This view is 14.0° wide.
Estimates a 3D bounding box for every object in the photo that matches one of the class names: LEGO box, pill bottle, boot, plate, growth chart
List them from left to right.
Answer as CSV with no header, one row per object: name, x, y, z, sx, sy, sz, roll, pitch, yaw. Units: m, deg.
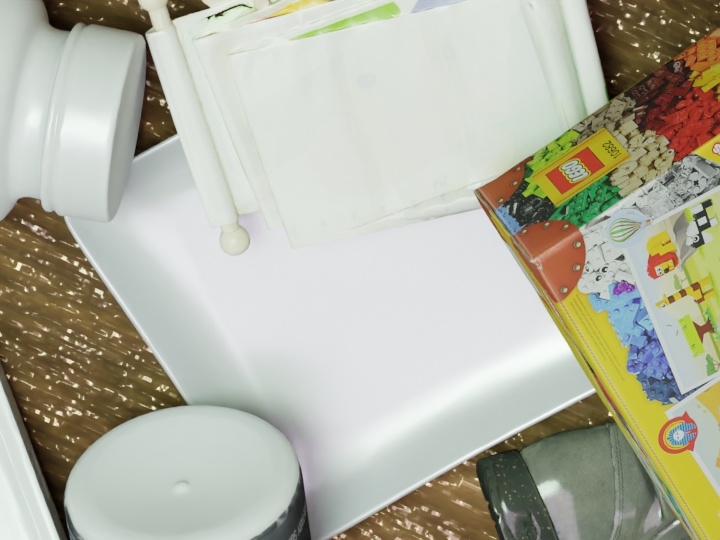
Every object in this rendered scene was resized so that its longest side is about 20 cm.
pill bottle,-0.196,-0.078,1.248,0.199,0.111,0.112,11,109,2
pill bottle,-0.068,0.168,1.318,0.106,0.106,0.201,-4,126,4
plate,0.000,0.000,1.309,0.199,0.032,0.200,-30,105,12
growth chart,0.011,-0.079,1.256,0.199,0.018,0.145,-8,106,5
boot,0.142,0.148,1.337,0.130,0.068,0.201,-20,112,-2
LEGO box,0.163,0.012,1.221,0.149,0.077,0.200,-34,120,0

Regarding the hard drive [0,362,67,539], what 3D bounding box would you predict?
hard drive,-0.238,0.130,1.330,0.199,0.026,0.132,-22,82,1
